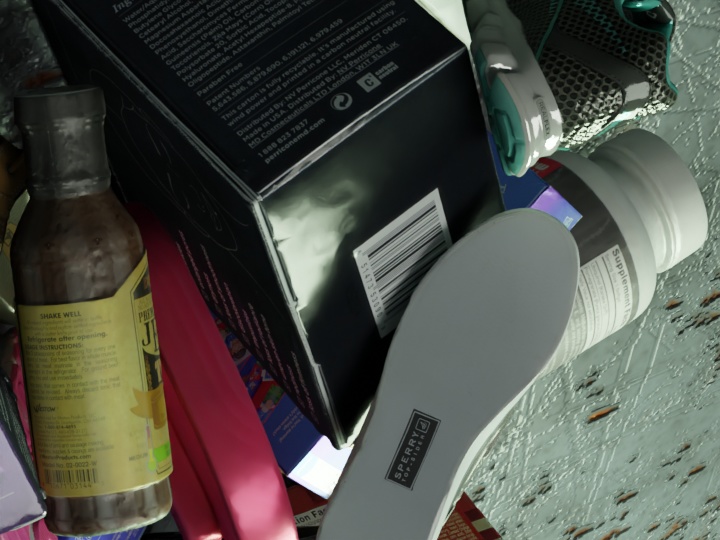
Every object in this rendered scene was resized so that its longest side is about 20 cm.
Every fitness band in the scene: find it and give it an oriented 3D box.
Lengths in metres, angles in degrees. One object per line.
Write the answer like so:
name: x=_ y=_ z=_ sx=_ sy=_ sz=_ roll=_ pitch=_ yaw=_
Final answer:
fitness band: x=-0.084 y=0.061 z=1.251 sx=0.037 sy=0.200 sz=0.144 roll=-22 pitch=158 yaw=-17

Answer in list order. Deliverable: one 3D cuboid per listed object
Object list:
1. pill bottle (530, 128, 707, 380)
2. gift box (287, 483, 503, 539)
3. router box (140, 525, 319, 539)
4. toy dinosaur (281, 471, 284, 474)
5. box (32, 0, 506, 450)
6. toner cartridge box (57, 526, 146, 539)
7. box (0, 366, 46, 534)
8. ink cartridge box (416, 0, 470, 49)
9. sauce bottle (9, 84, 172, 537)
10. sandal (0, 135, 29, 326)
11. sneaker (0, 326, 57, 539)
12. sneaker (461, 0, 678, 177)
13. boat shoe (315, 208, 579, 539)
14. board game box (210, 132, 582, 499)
pill bottle: x=0.098 y=0.000 z=1.482 sx=0.200 sy=0.111 sz=0.111 roll=-30 pitch=143 yaw=-21
gift box: x=-0.003 y=0.248 z=1.549 sx=0.184 sy=0.200 sz=0.187 roll=-12 pitch=143 yaw=-32
router box: x=-0.109 y=0.174 z=1.383 sx=0.157 sy=0.200 sz=0.052 roll=-7 pitch=88 yaw=-42
toy dinosaur: x=-0.065 y=0.093 z=1.452 sx=0.200 sy=0.060 sz=0.106 roll=9 pitch=120 yaw=-50
box: x=-0.038 y=-0.060 z=1.202 sx=0.124 sy=0.197 sz=0.200 roll=-37 pitch=145 yaw=-14
toner cartridge box: x=-0.163 y=0.139 z=1.275 sx=0.095 sy=0.200 sz=0.043 roll=-19 pitch=108 yaw=19
box: x=-0.240 y=0.034 z=1.084 sx=0.148 sy=0.104 sz=0.200 roll=-26 pitch=120 yaw=-3
ink cartridge box: x=0.036 y=-0.214 z=1.221 sx=0.147 sy=0.083 sz=0.200 roll=-47 pitch=146 yaw=3
sauce bottle: x=-0.125 y=0.017 z=1.168 sx=0.065 sy=0.065 sz=0.201 roll=-14 pitch=103 yaw=-38
sandal: x=-0.175 y=-0.025 z=1.198 sx=0.082 sy=0.054 sz=0.200 roll=-63 pitch=150 yaw=-17
sneaker: x=-0.192 y=0.092 z=1.243 sx=0.088 sy=0.200 sz=0.082 roll=-20 pitch=107 yaw=8
sneaker: x=0.095 y=-0.105 z=1.155 sx=0.091 sy=0.200 sz=0.078 roll=-14 pitch=119 yaw=4
boat shoe: x=0.037 y=0.058 z=1.179 sx=0.200 sy=0.068 sz=0.057 roll=-61 pitch=177 yaw=11
board game box: x=0.000 y=0.000 z=1.359 sx=0.200 sy=0.134 sz=0.045 roll=-48 pitch=145 yaw=4
